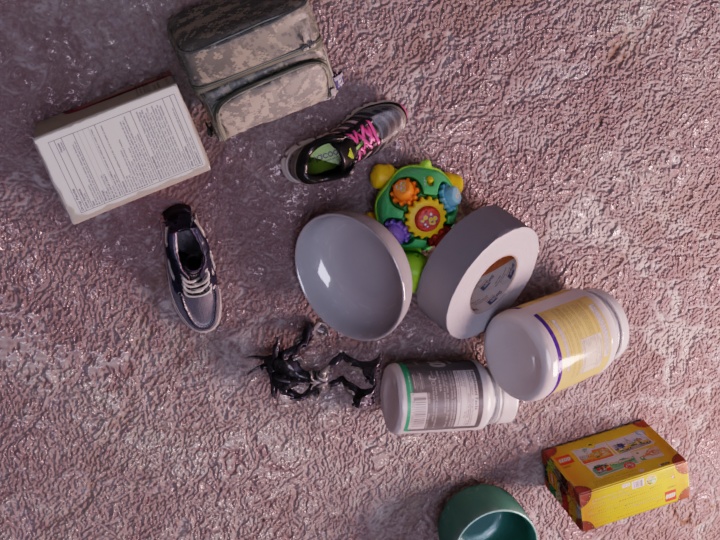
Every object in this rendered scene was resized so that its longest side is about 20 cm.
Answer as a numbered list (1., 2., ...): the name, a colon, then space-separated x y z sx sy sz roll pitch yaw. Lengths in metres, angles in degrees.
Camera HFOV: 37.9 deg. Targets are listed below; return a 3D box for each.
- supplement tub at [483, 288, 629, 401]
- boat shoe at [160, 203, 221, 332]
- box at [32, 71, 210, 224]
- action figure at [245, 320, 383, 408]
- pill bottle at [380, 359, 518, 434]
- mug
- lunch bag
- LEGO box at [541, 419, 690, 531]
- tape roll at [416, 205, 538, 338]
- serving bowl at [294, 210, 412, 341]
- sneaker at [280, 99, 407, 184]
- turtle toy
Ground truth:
1. supplement tub: 0.307 0.110 1.636 0.200 0.145 0.146 -16 115 -35
2. boat shoe: -0.242 0.011 1.501 0.075 0.093 0.200 -17 113 -9
3. box: -0.319 -0.167 1.406 0.200 0.109 0.128 -22 114 -7
4. action figure: -0.069 0.148 1.600 0.200 0.102 0.119 11 117 8
5. pill bottle: 0.141 0.200 1.666 0.200 0.113 0.113 0 109 -16
6. mug: 0.215 0.452 1.777 0.152 0.114 0.185 -31 115 -4
7. lunch bag: -0.137 -0.278 1.408 0.200 0.139 0.168 -24 130 -6
8. LEGO box: 0.431 0.345 1.780 0.200 0.149 0.077 -15 113 -9
9. tape roll: 0.178 0.004 1.575 0.200 0.066 0.200 -33 145 -27
10. serving bowl: 0.000 0.000 1.534 0.066 0.200 0.200 -31 121 -44
11. sneaker: -0.016 -0.176 1.499 0.200 0.087 0.074 -27 114 -5
12. turtle toy: 0.082 -0.067 1.558 0.146 0.101 0.200 5 108 -17
